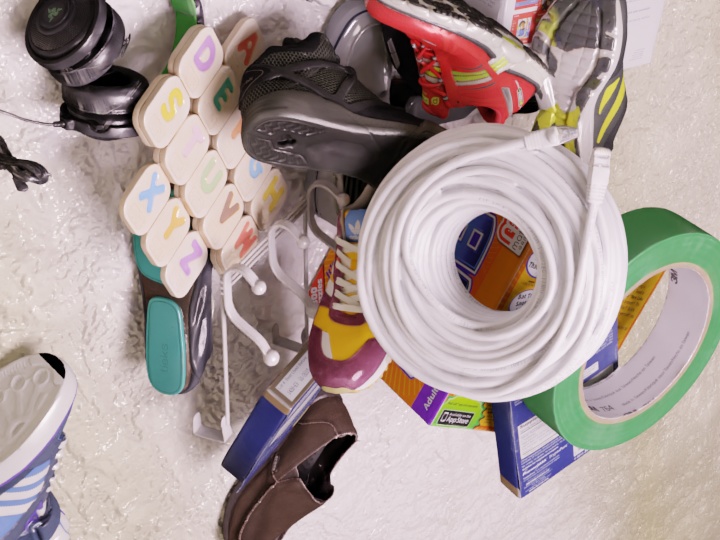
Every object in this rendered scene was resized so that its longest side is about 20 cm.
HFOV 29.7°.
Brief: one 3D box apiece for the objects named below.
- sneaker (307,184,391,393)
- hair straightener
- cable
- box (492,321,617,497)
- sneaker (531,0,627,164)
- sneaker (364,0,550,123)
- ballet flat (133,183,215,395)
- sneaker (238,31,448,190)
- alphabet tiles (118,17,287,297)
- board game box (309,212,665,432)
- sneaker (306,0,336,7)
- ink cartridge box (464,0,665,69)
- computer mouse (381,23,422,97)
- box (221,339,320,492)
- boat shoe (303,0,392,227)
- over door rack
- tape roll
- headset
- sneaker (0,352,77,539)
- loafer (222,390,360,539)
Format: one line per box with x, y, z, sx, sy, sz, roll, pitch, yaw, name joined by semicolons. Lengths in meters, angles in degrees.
0.000;0.000;1.086;0.090;0.074;0.201;67;34;-49;sneaker
0.112;-0.145;1.206;0.199;0.077;0.041;-7;124;-38;hair straightener
0.095;-0.007;0.995;0.069;0.199;0.202;-18;109;-63;cable
0.165;0.091;1.152;0.121;0.032;0.201;-30;136;-21;box
0.189;-0.162;1.150;0.085;0.074;0.201;-37;146;-42;sneaker
0.069;-0.158;1.039;0.199;0.077;0.085;21;112;-46;sneaker
-0.147;0.006;1.115;0.073;0.073;0.201;-16;124;-31;ballet flat
-0.003;-0.124;1.048;0.198;0.115;0.076;11;138;-26;sneaker
-0.110;-0.086;1.040;0.196;0.015;0.200;-61;149;-27;alphabet tiles
0.113;0.009;1.233;0.199;0.200;0.201;12;112;-45;board game box
-0.063;-0.273;0.967;0.100;0.078;0.200;-58;148;2;sneaker
0.173;-0.255;1.167;0.199;0.084;0.177;-17;132;-32;ink cartridge box
0.045;-0.234;1.089;0.200;0.046;0.141;57;48;-48;computer mouse
-0.063;0.114;1.196;0.121;0.032;0.200;-49;174;-35;box
0.003;-0.123;1.135;0.073;0.067;0.201;-17;131;-31;boat shoe
-0.066;0.041;1.140;0.148;0.066;0.201;-48;160;-45;over door rack
0.215;0.048;1.094;0.200;0.048;0.201;-23;132;-28;tape roll
-0.180;-0.134;0.946;0.200;0.094;0.124;-43;140;-24;headset
-0.275;0.168;1.121;0.200;0.080;0.146;-51;148;-1;sneaker
-0.068;0.211;1.331;0.073;0.071;0.201;12;112;-45;loafer
